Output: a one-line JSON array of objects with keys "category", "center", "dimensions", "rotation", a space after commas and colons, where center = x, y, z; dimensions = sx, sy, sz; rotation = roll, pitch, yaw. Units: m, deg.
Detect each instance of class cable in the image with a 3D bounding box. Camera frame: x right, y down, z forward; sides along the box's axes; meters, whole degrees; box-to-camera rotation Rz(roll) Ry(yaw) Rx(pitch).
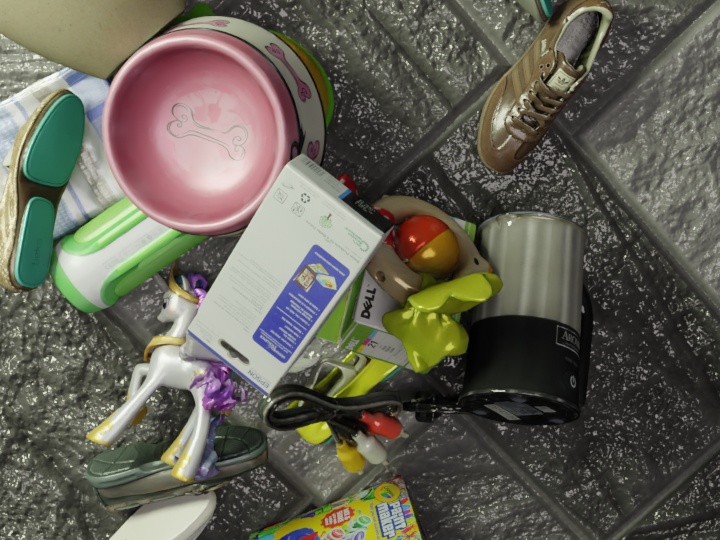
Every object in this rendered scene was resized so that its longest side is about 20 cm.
[{"category": "cable", "center": [-0.015, 0.150, 0.873], "dimensions": [0.097, 0.050, 0.200], "rotation": [-43, 144, 7]}]

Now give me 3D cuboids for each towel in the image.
[{"category": "towel", "center": [-0.317, -0.110, 0.883], "dimensions": [0.200, 0.024, 0.147], "rotation": [-28, 104, 1]}]

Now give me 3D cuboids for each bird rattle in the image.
[{"category": "bird rattle", "center": [0.039, -0.011, 0.809], "dimensions": [0.200, 0.163, 0.113], "rotation": [40, 127, 17]}]

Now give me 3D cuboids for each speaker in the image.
[{"category": "speaker", "center": [-0.210, -0.042, 0.875], "dimensions": [0.200, 0.088, 0.089], "rotation": [-34, 103, 2]}]

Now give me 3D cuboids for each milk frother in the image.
[{"category": "milk frother", "center": [0.137, 0.063, 0.913], "dimensions": [0.200, 0.181, 0.188], "rotation": [-1, 65, 23]}]

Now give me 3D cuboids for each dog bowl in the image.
[{"category": "dog bowl", "center": [-0.134, -0.120, 0.765], "dimensions": [0.200, 0.074, 0.201], "rotation": [3, 104, 11]}]

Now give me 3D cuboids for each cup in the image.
[{"category": "cup", "center": [-0.239, -0.257, 0.774], "dimensions": [0.200, 0.200, 0.143], "rotation": [-40, 108, 4]}]

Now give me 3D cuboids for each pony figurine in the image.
[{"category": "pony figurine", "center": [-0.159, 0.103, 0.882], "dimensions": [0.193, 0.167, 0.200], "rotation": [19, 84, 17]}]

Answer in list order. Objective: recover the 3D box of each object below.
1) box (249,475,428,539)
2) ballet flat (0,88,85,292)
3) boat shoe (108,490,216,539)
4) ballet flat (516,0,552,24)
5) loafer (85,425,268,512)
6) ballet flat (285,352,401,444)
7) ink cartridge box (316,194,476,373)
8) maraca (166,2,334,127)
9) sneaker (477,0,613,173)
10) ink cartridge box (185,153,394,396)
[{"category": "box", "center": [-0.011, 0.342, 0.918], "dimensions": [0.192, 0.200, 0.122], "rotation": [-21, 102, -1]}, {"category": "ballet flat", "center": [-0.320, -0.080, 0.839], "dimensions": [0.065, 0.070, 0.200], "rotation": [8, 80, 29]}, {"category": "boat shoe", "center": [-0.230, 0.315, 0.964], "dimensions": [0.200, 0.072, 0.069], "rotation": [-44, 131, -6]}, {"category": "ballet flat", "center": [0.140, -0.339, 0.864], "dimensions": [0.064, 0.067, 0.200], "rotation": [-10, 104, 25]}, {"category": "loafer", "center": [-0.192, 0.217, 0.948], "dimensions": [0.200, 0.072, 0.063], "rotation": [-10, 115, 5]}, {"category": "ballet flat", "center": [-0.005, 0.102, 0.933], "dimensions": [0.067, 0.067, 0.200], "rotation": [39, 99, -21]}, {"category": "ink cartridge box", "center": [0.000, 0.000, 0.873], "dimensions": [0.200, 0.076, 0.148], "rotation": [18, 63, -10]}, {"category": "maraca", "center": [-0.121, -0.180, 0.846], "dimensions": [0.200, 0.107, 0.137], "rotation": [30, 75, 5]}, {"category": "sneaker", "center": [0.184, -0.190, 0.884], "dimensions": [0.070, 0.076, 0.200], "rotation": [27, 98, -10]}, {"category": "ink cartridge box", "center": [-0.064, 0.008, 0.747], "dimensions": [0.099, 0.039, 0.200], "rotation": [38, 119, 2]}]
